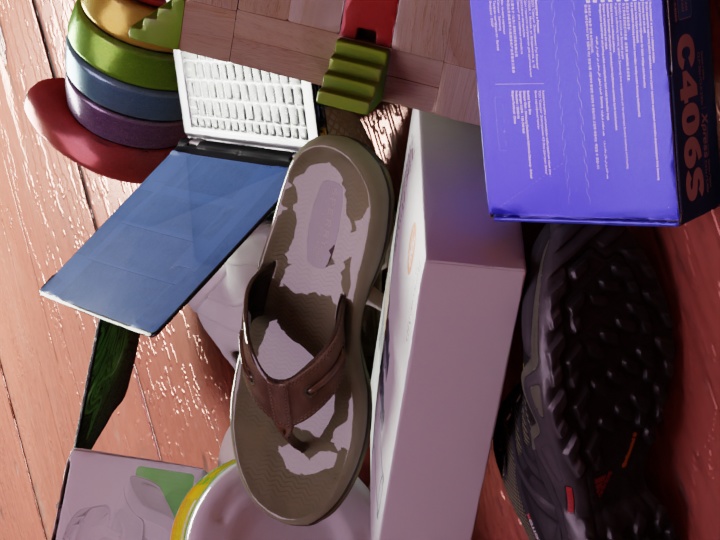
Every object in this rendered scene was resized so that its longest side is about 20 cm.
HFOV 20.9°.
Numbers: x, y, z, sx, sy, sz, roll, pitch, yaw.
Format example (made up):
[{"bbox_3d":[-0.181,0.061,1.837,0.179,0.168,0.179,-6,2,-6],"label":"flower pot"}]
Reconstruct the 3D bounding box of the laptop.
[{"bbox_3d":[-0.109,-0.085,1.066,0.187,0.115,0.202,13,113,61],"label":"laptop"}]

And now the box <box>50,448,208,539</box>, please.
[{"bbox_3d":[-0.152,0.235,1.300,0.177,0.096,0.202,76,-158,-74],"label":"box"}]

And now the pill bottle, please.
[{"bbox_3d":[-0.053,0.161,1.124,0.200,0.110,0.112,144,113,-78],"label":"pill bottle"}]

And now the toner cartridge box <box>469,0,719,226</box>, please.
[{"bbox_3d":[0.094,-0.121,0.812,0.094,0.043,0.202,3,105,35],"label":"toner cartridge box"}]

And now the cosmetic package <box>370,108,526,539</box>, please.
[{"bbox_3d":[0.039,0.033,0.958,0.151,0.051,0.201,-93,9,-54],"label":"cosmetic package"}]

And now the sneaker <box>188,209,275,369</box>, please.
[{"bbox_3d":[-0.054,0.006,1.206,0.088,0.074,0.200,61,159,8],"label":"sneaker"}]

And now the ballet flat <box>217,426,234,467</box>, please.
[{"bbox_3d":[-0.064,0.149,1.272,0.071,0.070,0.201,50,143,45],"label":"ballet flat"}]

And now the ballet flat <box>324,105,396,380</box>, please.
[{"bbox_3d":[0.000,0.000,1.102,0.062,0.067,0.201,20,126,29],"label":"ballet flat"}]

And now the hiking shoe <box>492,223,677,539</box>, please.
[{"bbox_3d":[0.091,0.065,0.902,0.100,0.075,0.202,21,120,57],"label":"hiking shoe"}]

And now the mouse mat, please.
[{"bbox_3d":[-0.164,0.039,1.347,0.200,0.007,0.162,-70,-6,-72],"label":"mouse mat"}]

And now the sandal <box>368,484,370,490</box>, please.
[{"bbox_3d":[0.024,0.222,1.143,0.082,0.049,0.204,165,105,-80],"label":"sandal"}]

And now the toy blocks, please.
[{"bbox_3d":[0.003,-0.154,0.893,0.100,0.199,0.138,-54,-23,-65],"label":"toy blocks"}]

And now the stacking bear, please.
[{"bbox_3d":[-0.131,-0.167,1.236,0.114,0.121,0.201,55,139,44],"label":"stacking bear"}]

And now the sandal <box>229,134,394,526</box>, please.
[{"bbox_3d":[-0.034,0.031,0.986,0.079,0.057,0.203,13,104,25],"label":"sandal"}]
